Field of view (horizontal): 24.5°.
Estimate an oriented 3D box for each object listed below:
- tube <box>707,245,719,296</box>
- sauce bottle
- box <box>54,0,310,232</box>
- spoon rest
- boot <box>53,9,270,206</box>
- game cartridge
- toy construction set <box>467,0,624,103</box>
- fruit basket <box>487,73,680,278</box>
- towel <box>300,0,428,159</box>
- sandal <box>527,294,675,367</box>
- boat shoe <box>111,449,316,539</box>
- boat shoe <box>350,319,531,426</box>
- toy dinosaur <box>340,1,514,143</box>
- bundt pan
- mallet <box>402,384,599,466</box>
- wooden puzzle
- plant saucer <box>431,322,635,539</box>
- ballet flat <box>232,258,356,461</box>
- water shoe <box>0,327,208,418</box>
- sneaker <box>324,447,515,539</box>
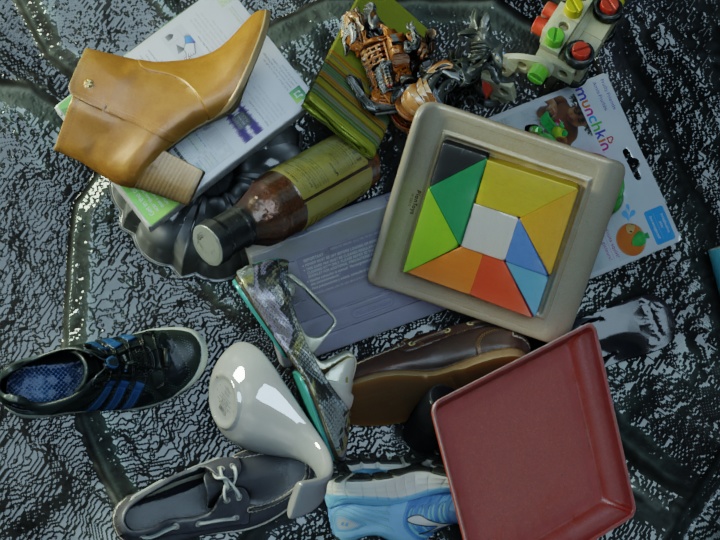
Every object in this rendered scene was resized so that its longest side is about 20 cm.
[{"bbox_3d":[0.394,0.068,1.627,0.077,0.050,0.201,-16,88,-4],"label":"tube"},{"bbox_3d":[-0.068,-0.065,1.511,0.199,0.066,0.066,-30,85,-37],"label":"sauce bottle"},{"bbox_3d":[-0.160,-0.152,1.534,0.200,0.036,0.145,-38,86,-11],"label":"box"},{"bbox_3d":[-0.081,0.145,1.514,0.060,0.200,0.100,-2,125,-34],"label":"spoon rest"},{"bbox_3d":[-0.178,-0.170,1.480,0.143,0.071,0.202,27,85,-4],"label":"boot"},{"bbox_3d":[0.000,0.000,1.574,0.199,0.038,0.130,-19,111,-8],"label":"game cartridge"},{"bbox_3d":[0.182,-0.247,1.624,0.131,0.092,0.201,29,80,11],"label":"toy construction set"},{"bbox_3d":[0.194,-0.079,1.605,0.199,0.094,0.186,-22,84,-12],"label":"fruit basket"},{"bbox_3d":[0.007,-0.194,1.583,0.086,0.018,0.201,40,44,-17],"label":"towel"},{"bbox_3d":[0.213,0.076,1.607,0.199,0.043,0.076,-28,85,-9],"label":"sandal"},{"bbox_3d":[-0.133,0.211,1.542,0.199,0.063,0.073,-16,81,-9],"label":"boat shoe"},{"bbox_3d":[0.064,0.094,1.581,0.199,0.071,0.071,-12,45,2],"label":"boat shoe"},{"bbox_3d":[0.063,-0.167,1.554,0.135,0.102,0.201,-32,102,-24],"label":"toy dinosaur"},{"bbox_3d":[-0.141,-0.094,1.583,0.200,0.076,0.203,1,80,-5],"label":"bundt pan"},{"bbox_3d":[0.133,0.166,1.579,0.199,0.066,0.041,22,41,-23],"label":"mallet"},{"bbox_3d":[0.122,-0.040,1.518,0.199,0.037,0.186,17,111,1],"label":"wooden puzzle"},{"bbox_3d":[0.154,0.173,1.524,0.199,0.037,0.201,-24,108,-31],"label":"plant saucer"},{"bbox_3d":[-0.043,0.077,1.516,0.072,0.072,0.201,-29,98,-9],"label":"ballet flat"},{"bbox_3d":[-0.238,0.099,1.542,0.199,0.079,0.072,-14,83,-8],"label":"water shoe"},{"bbox_3d":[0.060,0.221,1.567,0.198,0.078,0.091,0,108,-11],"label":"sneaker"}]
